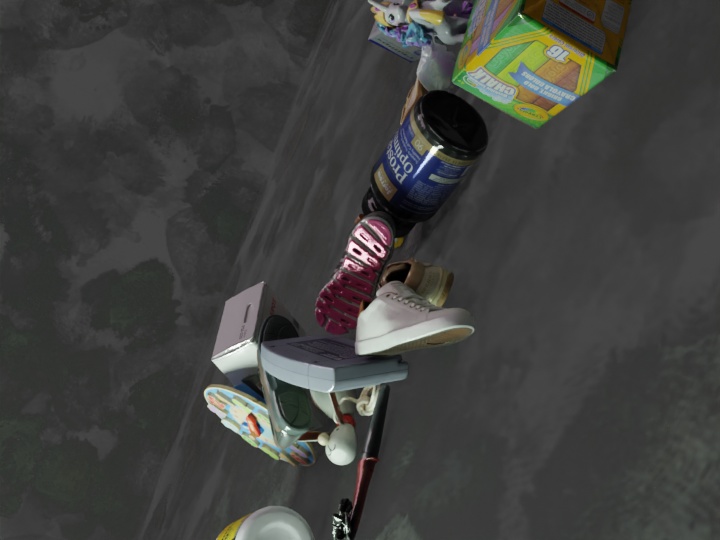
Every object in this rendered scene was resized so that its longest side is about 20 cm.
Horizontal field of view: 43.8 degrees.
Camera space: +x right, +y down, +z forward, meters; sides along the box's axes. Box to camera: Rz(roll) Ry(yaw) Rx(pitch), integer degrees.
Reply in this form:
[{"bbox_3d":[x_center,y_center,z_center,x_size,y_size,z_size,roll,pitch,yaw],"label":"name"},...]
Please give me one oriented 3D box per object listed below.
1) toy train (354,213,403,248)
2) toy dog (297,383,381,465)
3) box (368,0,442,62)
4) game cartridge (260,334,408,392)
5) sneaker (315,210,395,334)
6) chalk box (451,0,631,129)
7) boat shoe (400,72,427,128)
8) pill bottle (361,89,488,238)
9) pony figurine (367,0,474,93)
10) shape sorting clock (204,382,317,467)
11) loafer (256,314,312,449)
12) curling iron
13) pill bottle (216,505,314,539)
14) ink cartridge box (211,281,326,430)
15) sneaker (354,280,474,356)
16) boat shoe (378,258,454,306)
[{"bbox_3d":[0.029,-0.078,1.444,0.200,0.055,0.152,-45,27,58],"label":"toy train"},{"bbox_3d":[-0.049,0.180,1.254,0.134,0.095,0.200,-67,14,3],"label":"toy dog"},{"bbox_3d":[0.113,-0.509,1.686,0.187,0.104,0.200,-67,15,1],"label":"box"},{"bbox_3d":[-0.046,0.119,1.168,0.199,0.131,0.042,9,98,57],"label":"game cartridge"},{"bbox_3d":[0.000,0.000,1.239,0.202,0.073,0.088,-66,-4,30],"label":"sneaker"},{"bbox_3d":[0.186,-0.251,0.987,0.200,0.123,0.126,-38,32,65],"label":"chalk box"},{"bbox_3d":[0.099,-0.236,1.411,0.069,0.073,0.203,115,172,-64],"label":"boat shoe"},{"bbox_3d":[0.081,-0.138,1.227,0.201,0.110,0.113,-53,20,44],"label":"pill bottle"},{"bbox_3d":[0.125,-0.354,1.304,0.199,0.191,0.169,15,85,56],"label":"pony figurine"},{"bbox_3d":[-0.152,0.236,1.346,0.039,0.199,0.200,-52,7,-27],"label":"shape sorting clock"},{"bbox_3d":[-0.117,0.154,1.256,0.063,0.071,0.202,-56,34,37],"label":"loafer"},{"bbox_3d":[0.007,0.235,1.095,0.050,0.025,0.203,64,-139,-58],"label":"curling iron"},{"bbox_3d":[-0.144,0.397,1.242,0.200,0.111,0.114,-44,26,58],"label":"pill bottle"},{"bbox_3d":[-0.134,0.142,1.395,0.084,0.201,0.147,-23,32,18],"label":"ink cartridge box"},{"bbox_3d":[0.053,0.049,1.035,0.199,0.072,0.086,-16,72,53],"label":"sneaker"},{"bbox_3d":[0.058,0.013,1.173,0.072,0.064,0.200,-69,14,-11],"label":"boat shoe"}]
